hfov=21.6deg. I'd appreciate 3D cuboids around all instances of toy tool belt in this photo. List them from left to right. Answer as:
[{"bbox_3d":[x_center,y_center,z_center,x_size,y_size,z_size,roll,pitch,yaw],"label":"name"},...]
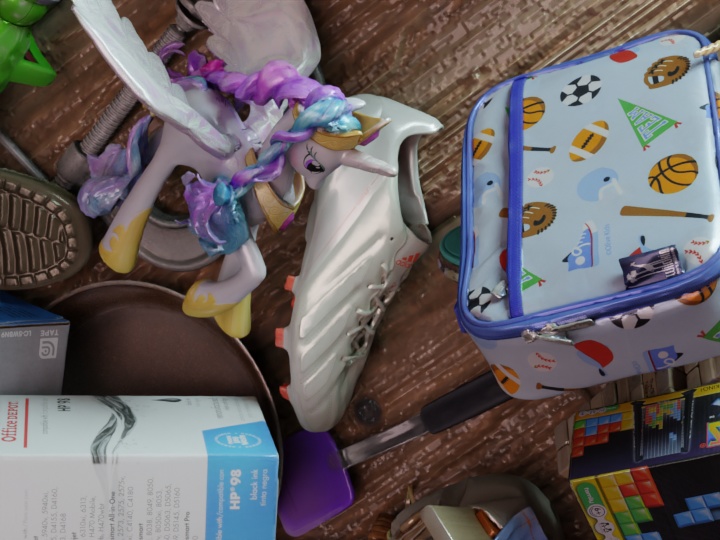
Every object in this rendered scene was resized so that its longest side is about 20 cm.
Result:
[{"bbox_3d":[0.088,0.205,1.001,0.124,0.123,0.201,-32,88,3],"label":"toy tool belt"}]

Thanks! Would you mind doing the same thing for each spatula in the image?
[{"bbox_3d":[0.024,0.096,1.122,0.199,0.021,0.057,-28,79,20],"label":"spatula"}]

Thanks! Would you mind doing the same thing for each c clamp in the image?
[{"bbox_3d":[-0.121,-0.092,1.138,0.200,0.027,0.171,-43,84,22],"label":"c clamp"}]

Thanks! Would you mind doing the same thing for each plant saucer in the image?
[{"bbox_3d":[-0.134,0.103,1.173,0.199,0.032,0.202,4,102,21],"label":"plant saucer"}]

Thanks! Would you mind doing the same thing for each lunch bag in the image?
[{"bbox_3d":[0.122,-0.028,0.976,0.159,0.201,0.076,-13,133,20],"label":"lunch bag"}]

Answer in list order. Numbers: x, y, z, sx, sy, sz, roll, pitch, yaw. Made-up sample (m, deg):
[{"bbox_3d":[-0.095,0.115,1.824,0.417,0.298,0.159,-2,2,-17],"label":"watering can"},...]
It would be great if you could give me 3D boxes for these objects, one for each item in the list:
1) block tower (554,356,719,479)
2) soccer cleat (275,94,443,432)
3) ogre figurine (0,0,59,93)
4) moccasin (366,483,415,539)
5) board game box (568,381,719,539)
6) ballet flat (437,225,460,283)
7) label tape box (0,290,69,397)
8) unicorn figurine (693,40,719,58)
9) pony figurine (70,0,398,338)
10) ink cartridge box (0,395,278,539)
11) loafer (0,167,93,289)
[{"bbox_3d":[0.191,0.060,1.008,0.058,0.054,0.200,28,127,-24],"label":"block tower"},{"bbox_3d":[0.000,0.000,1.091,0.077,0.069,0.201,10,100,15],"label":"soccer cleat"},{"bbox_3d":[-0.243,-0.157,1.139,0.200,0.098,0.120,-46,65,6],"label":"ogre figurine"},{"bbox_3d":[0.019,0.174,1.111,0.200,0.074,0.078,-13,99,22],"label":"moccasin"},{"bbox_3d":[0.220,0.146,0.994,0.164,0.057,0.201,-14,125,23],"label":"board game box"},{"bbox_3d":[0.141,0.002,1.043,0.199,0.072,0.073,-7,97,22],"label":"ballet flat"},{"bbox_3d":[-0.255,0.109,1.174,0.144,0.063,0.201,20,106,44],"label":"label tape box"},{"bbox_3d":[0.286,-0.154,0.963,0.137,0.074,0.201,33,95,21],"label":"unicorn figurine"},{"bbox_3d":[-0.081,-0.078,1.042,0.193,0.166,0.200,51,132,11],"label":"pony figurine"},{"bbox_3d":[-0.151,0.116,1.057,0.198,0.116,0.067,1,102,-10],"label":"ink cartridge box"},{"bbox_3d":[-0.249,-0.035,1.171,0.199,0.067,0.077,9,106,19],"label":"loafer"}]
